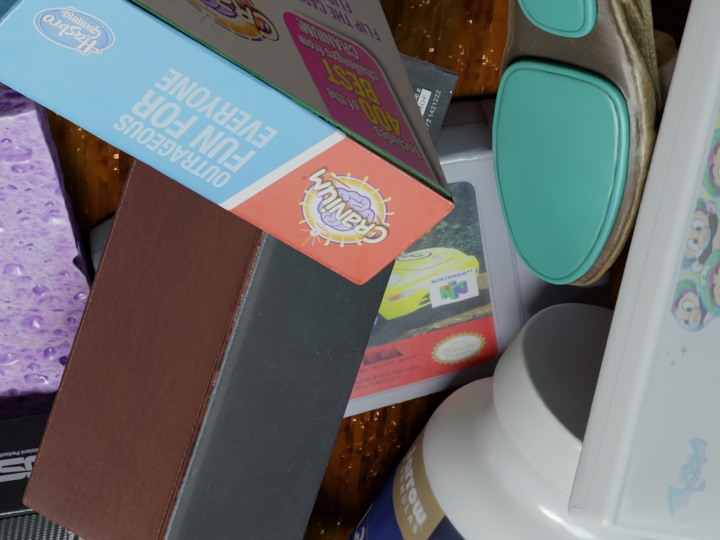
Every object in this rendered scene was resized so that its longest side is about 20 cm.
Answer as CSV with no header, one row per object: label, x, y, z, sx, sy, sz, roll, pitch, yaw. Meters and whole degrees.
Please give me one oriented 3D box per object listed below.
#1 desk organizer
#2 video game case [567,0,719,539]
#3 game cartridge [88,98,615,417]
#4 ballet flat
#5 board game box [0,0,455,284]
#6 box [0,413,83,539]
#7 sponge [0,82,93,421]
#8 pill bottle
desk organizer,-0.045,0.008,0.903,0.072,0.077,0.201,13,98,-49
video game case,0.160,0.007,0.948,0.182,0.024,0.201,15,89,-48
game cartridge,0.000,0.000,0.994,0.199,0.041,0.133,-16,133,-3
ballet flat,0.083,-0.089,0.901,0.072,0.068,0.201,-39,133,-36
board game box,-0.059,-0.105,0.745,0.040,0.200,0.153,-41,132,23
box,-0.183,0.133,1.027,0.160,0.044,0.200,-6,147,-18
sponge,-0.155,0.015,0.959,0.111,0.030,0.200,-14,137,-3
pill bottle,0.059,0.115,1.025,0.115,0.116,0.200,11,129,-28
